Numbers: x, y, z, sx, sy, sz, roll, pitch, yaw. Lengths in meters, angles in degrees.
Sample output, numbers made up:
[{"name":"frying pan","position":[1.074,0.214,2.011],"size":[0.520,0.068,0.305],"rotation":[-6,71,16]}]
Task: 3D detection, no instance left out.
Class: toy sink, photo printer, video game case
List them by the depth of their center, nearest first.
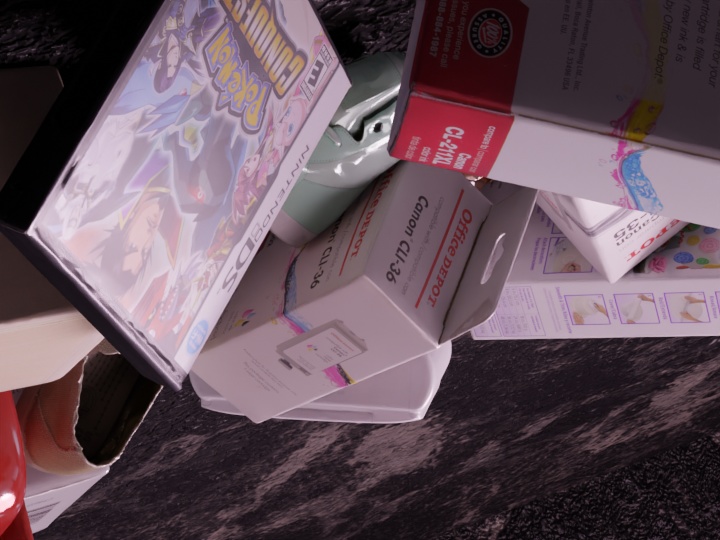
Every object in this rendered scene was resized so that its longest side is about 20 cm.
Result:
[{"name":"video game case","position":[-0.076,-0.058,0.918],"size":[0.181,0.025,0.200],"rotation":[-61,158,-13]},{"name":"toy sink","position":[-0.229,-0.007,0.959],"size":[0.200,0.131,0.112],"rotation":[-11,162,-38]},{"name":"photo printer","position":[-0.021,0.058,1.436],"size":[0.166,0.070,0.200],"rotation":[3,-174,7]}]

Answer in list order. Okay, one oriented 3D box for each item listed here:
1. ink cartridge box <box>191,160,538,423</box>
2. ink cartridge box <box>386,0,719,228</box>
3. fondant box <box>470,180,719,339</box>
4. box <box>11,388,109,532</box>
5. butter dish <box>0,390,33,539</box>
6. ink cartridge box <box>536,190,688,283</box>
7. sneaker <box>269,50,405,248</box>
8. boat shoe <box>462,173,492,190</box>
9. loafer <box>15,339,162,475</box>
[{"name":"ink cartridge box","position":[0.000,0.000,1.161],"size":[0.200,0.117,0.067],"rotation":[-25,122,41]},{"name":"ink cartridge box","position":[0.125,-0.106,0.912],"size":[0.199,0.146,0.083],"rotation":[13,160,-3]},{"name":"fondant box","position":[0.171,-0.027,1.287],"size":[0.200,0.144,0.058],"rotation":[-2,135,21]},{"name":"box","position":[-0.282,0.108,1.253],"size":[0.200,0.131,0.199],"rotation":[-14,169,-23]},{"name":"butter dish","position":[-0.250,0.079,1.065],"size":[0.199,0.200,0.148],"rotation":[-9,167,-40]},{"name":"ink cartridge box","position":[0.158,-0.097,1.152],"size":[0.146,0.083,0.200],"rotation":[-38,153,-1]},{"name":"sneaker","position":[-0.038,-0.091,1.068],"size":[0.118,0.074,0.200],"rotation":[-40,154,7]},{"name":"boat shoe","position":[0.065,-0.080,1.230],"size":[0.200,0.068,0.072],"rotation":[-26,165,14]},{"name":"loafer","position":[-0.126,0.030,1.155],"size":[0.076,0.200,0.068],"rotation":[23,180,-43]}]
